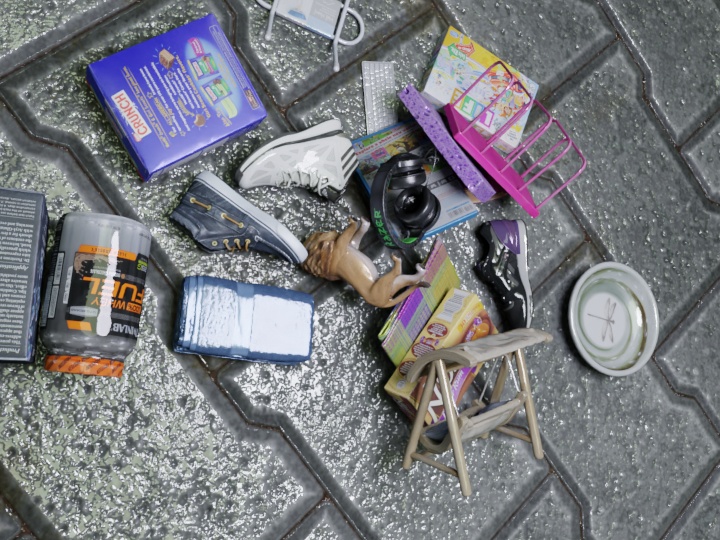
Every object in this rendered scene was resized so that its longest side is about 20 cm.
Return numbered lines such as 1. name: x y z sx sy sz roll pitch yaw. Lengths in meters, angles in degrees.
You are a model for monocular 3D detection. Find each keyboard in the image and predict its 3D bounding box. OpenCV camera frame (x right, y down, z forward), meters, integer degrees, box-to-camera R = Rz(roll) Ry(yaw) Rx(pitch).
1. keyboard: 0.036 -0.248 1.204 0.055 0.011 0.203 -2 83 -22

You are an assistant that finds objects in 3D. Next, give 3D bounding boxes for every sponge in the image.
1. sponge: 0.139 -0.199 1.148 0.030 0.111 0.201 -38 73 15

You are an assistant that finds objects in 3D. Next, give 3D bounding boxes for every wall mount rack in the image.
1. wall mount rack: -0.079 -0.402 1.143 0.198 0.074 0.176 19 76 -18

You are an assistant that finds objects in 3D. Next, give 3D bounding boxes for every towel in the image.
1. towel: 0.096 0.059 1.137 0.201 0.023 0.144 -59 148 -18
2. towel: -0.167 0.073 1.056 0.197 0.048 0.114 10 79 -20

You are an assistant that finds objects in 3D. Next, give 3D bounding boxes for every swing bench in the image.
1. swing bench: 0.172 0.189 1.068 0.197 0.129 0.203 -7 101 -42

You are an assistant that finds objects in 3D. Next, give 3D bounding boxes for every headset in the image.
1. headset: 0.063 -0.117 1.065 0.201 0.093 0.125 -52 130 -39

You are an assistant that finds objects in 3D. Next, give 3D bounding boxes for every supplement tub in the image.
1. supplement tub: -0.346 0.034 0.948 0.121 0.122 0.203 8 80 -21

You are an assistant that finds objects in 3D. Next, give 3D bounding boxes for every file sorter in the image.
1. file sorter: 0.252 -0.218 1.179 0.199 0.140 0.125 40 113 -22

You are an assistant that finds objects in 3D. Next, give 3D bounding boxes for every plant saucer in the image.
1. plant saucer: 0.443 0.088 1.301 0.197 0.050 0.204 4 81 -22

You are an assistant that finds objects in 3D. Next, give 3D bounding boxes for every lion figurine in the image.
1. lion figurine: 0.000 0.000 1.074 0.200 0.072 0.123 42 111 16

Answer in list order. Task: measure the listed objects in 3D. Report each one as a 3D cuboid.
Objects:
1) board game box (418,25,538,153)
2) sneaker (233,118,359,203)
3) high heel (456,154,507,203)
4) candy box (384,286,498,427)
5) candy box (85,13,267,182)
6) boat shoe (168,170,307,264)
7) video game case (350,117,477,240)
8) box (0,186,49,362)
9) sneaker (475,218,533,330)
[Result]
1. board game box: 0.207 -0.314 1.270 0.198 0.034 0.136 27 74 -17
2. sneaker: -0.084 -0.146 1.093 0.199 0.076 0.116 -28 78 -25
3. high heel: 0.166 -0.114 1.204 0.096 0.067 0.200 46 65 1
4. candy box: 0.131 0.142 1.139 0.201 0.056 0.117 -54 132 -21
5. candy box: -0.263 -0.248 1.046 0.199 0.077 0.171 -31 96 -24
6. boat shoe: -0.178 -0.050 1.057 0.199 0.071 0.091 36 75 -1
7. video game case: 0.076 -0.143 1.151 0.142 0.018 0.202 -23 68 -15
8. box: -0.450 0.011 0.894 0.105 0.148 0.203 6 81 -21
9. sneaker: 0.236 0.015 1.227 0.086 0.076 0.203 -2 79 -7
